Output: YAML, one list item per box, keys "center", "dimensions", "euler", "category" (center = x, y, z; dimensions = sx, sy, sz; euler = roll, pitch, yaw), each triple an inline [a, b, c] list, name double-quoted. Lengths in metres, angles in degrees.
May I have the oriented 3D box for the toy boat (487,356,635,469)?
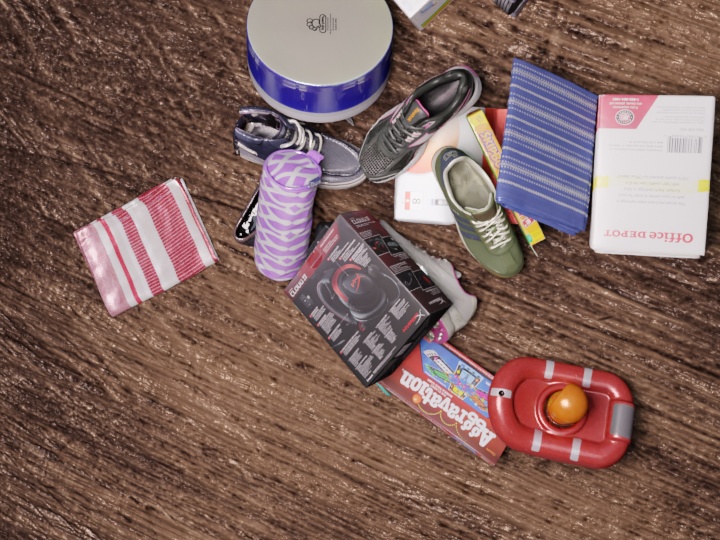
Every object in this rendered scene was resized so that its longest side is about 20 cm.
- center: [0.267, 0.181, 1.204]
  dimensions: [0.197, 0.131, 0.132]
  euler: [10, 73, 9]
  category: "toy boat"

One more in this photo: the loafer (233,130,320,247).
- center: [-0.113, -0.114, 1.308]
  dimensions: [0.072, 0.063, 0.201]
  euler: [40, 102, 7]
  category: "loafer"

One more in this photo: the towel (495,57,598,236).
- center: [0.241, -0.158, 1.178]
  dimensions: [0.143, 0.024, 0.203]
  euler: [18, 72, -25]
  category: "towel"

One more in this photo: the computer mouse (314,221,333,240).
- center: [0.000, 0.000, 1.274]
  dimensions: [0.199, 0.034, 0.059]
  euler: [40, 137, 28]
  category: "computer mouse"

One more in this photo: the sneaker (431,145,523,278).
- center: [0.158, -0.073, 1.209]
  dimensions: [0.067, 0.090, 0.202]
  euler: [-31, 98, 0]
  category: "sneaker"

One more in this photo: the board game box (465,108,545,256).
- center: [0.193, -0.117, 1.202]
  dimensions: [0.030, 0.096, 0.202]
  euler: [-24, 98, 9]
  category: "board game box"

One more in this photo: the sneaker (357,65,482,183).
- center: [0.069, -0.201, 1.203]
  dimensions: [0.080, 0.086, 0.200]
  euler: [46, 102, 6]
  category: "sneaker"

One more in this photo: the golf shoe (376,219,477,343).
- center: [0.085, 0.005, 1.282]
  dimensions: [0.091, 0.076, 0.201]
  euler: [-28, 74, -23]
  category: "golf shoe"

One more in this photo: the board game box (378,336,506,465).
- center: [0.130, 0.170, 1.273]
  dimensions: [0.199, 0.019, 0.104]
  euler: [35, 75, 1]
  category: "board game box"

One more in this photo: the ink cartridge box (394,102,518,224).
- center: [0.147, -0.144, 1.257]
  dimensions: [0.197, 0.050, 0.165]
  euler: [4, 96, 15]
  category: "ink cartridge box"

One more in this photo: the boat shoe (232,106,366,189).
- center: [-0.082, -0.167, 1.239]
  dimensions: [0.197, 0.093, 0.076]
  euler: [12, 80, 1]
  category: "boat shoe"

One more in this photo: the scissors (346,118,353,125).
- center: [-0.081, -0.283, 1.314]
  dimensions: [0.072, 0.014, 0.202]
  euler: [-27, 90, 11]
  category: "scissors"

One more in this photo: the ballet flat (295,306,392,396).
- center: [-0.004, 0.088, 1.310]
  dimensions: [0.200, 0.068, 0.072]
  euler: [43, 89, 10]
  category: "ballet flat"

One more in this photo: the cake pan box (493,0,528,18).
- center: [0.232, -0.418, 1.144]
  dimensions: [0.052, 0.184, 0.201]
  euler: [39, 101, 6]
  category: "cake pan box"

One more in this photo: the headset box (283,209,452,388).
- center: [0.001, 0.028, 1.219]
  dimensions: [0.200, 0.075, 0.149]
  euler: [47, 119, 16]
  category: "headset box"

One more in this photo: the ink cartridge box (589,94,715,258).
- center: [0.376, -0.123, 1.191]
  dimensions: [0.143, 0.083, 0.204]
  euler: [4, 96, 12]
  category: "ink cartridge box"

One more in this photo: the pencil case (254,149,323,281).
- center: [-0.099, -0.076, 1.245]
  dimensions: [0.084, 0.085, 0.201]
  euler: [37, 141, 18]
  category: "pencil case"

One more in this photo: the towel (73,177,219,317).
- center: [-0.327, -0.035, 1.384]
  dimensions: [0.198, 0.023, 0.146]
  euler: [-26, 90, 13]
  category: "towel"

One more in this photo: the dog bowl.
- center: [-0.054, -0.304, 1.222]
  dimensions: [0.197, 0.079, 0.203]
  euler: [1, 64, -3]
  category: "dog bowl"

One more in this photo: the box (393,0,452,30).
- center: [0.112, -0.435, 1.211]
  dimensions: [0.200, 0.101, 0.113]
  euler: [-42, 86, 13]
  category: "box"
